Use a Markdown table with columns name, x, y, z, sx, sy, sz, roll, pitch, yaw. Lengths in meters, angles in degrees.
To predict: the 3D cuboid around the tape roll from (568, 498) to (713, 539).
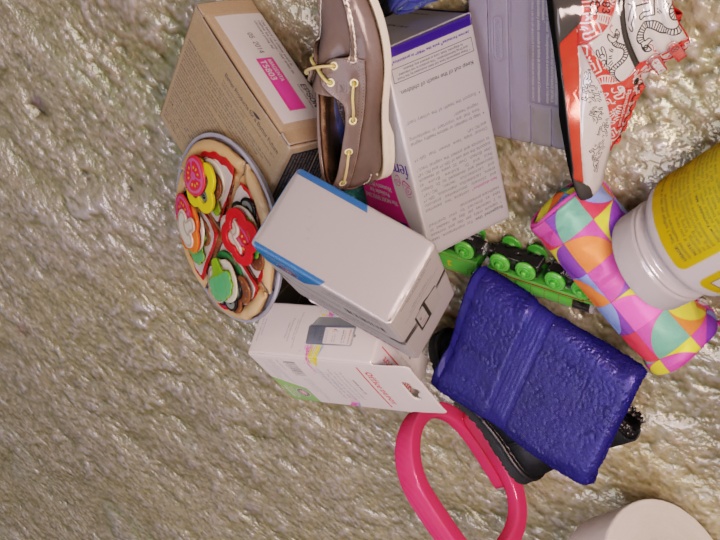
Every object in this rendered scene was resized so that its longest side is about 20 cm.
| name | x | y | z | sx | sy | sz | roll | pitch | yaw |
| --- | --- | --- | --- | --- | --- | --- | --- | --- | --- |
| tape roll | 0.300 | 0.344 | 1.188 | 0.203 | 0.202 | 0.071 | 49 | 138 | -4 |

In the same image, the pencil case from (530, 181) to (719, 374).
| name | x | y | z | sx | sy | sz | roll | pitch | yaw |
| --- | --- | --- | --- | --- | --- | --- | --- | --- | --- |
| pencil case | 0.247 | 0.003 | 1.066 | 0.200 | 0.088 | 0.088 | 48 | 137 | -5 |

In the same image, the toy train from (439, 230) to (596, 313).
| name | x | y | z | sx | sy | sz | roll | pitch | yaw |
| --- | --- | --- | --- | --- | --- | --- | --- | --- | --- |
| toy train | 0.156 | -0.003 | 1.162 | 0.199 | 0.042 | 0.057 | 20 | 141 | 25 |

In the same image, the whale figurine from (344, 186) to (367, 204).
| name | x | y | z | sx | sy | sz | roll | pitch | yaw |
| --- | --- | --- | --- | --- | --- | --- | --- | --- | --- |
| whale figurine | -0.029 | -0.031 | 1.237 | 0.199 | 0.104 | 0.160 | 36 | 137 | 13 |

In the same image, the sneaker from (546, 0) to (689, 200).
| name | x | y | z | sx | sy | sz | roll | pitch | yaw |
| --- | --- | --- | --- | --- | --- | --- | --- | --- | --- |
| sneaker | 0.219 | -0.154 | 0.953 | 0.107 | 0.067 | 0.203 | -9 | 121 | 6 |

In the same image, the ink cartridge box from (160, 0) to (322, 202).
| name | x | y | z | sx | sy | sz | roll | pitch | yaw |
| --- | --- | --- | --- | --- | --- | --- | --- | --- | --- |
| ink cartridge box | -0.119 | -0.152 | 1.192 | 0.201 | 0.075 | 0.165 | 57 | 141 | 22 |

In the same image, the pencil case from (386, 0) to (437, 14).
| name | x | y | z | sx | sy | sz | roll | pitch | yaw |
| --- | --- | --- | --- | --- | --- | --- | --- | --- | --- |
| pencil case | 0.021 | -0.317 | 0.980 | 0.078 | 0.087 | 0.201 | -24 | 98 | 19 |

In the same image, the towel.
| name | x | y | z | sx | sy | sz | roll | pitch | yaw |
| --- | --- | --- | --- | --- | --- | --- | --- | --- | --- |
| towel | 0.175 | 0.102 | 1.135 | 0.199 | 0.049 | 0.149 | 34 | 121 | 26 |

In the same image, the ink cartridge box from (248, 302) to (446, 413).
| name | x | y | z | sx | sy | sz | roll | pitch | yaw |
| --- | --- | --- | --- | --- | --- | --- | --- | --- | --- |
| ink cartridge box | -0.006 | 0.094 | 1.233 | 0.199 | 0.068 | 0.117 | 3 | 150 | 31 |

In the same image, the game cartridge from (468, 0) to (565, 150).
| name | x | y | z | sx | sy | sz | roll | pitch | yaw |
| --- | --- | --- | --- | --- | --- | --- | --- | --- | --- |
| game cartridge | 0.158 | -0.206 | 1.012 | 0.129 | 0.038 | 0.201 | 13 | 128 | 25 |

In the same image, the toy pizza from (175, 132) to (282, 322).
| name | x | y | z | sx | sy | sz | roll | pitch | yaw |
| --- | --- | --- | --- | --- | --- | --- | --- | --- | --- |
| toy pizza | -0.145 | -0.041 | 1.183 | 0.200 | 0.032 | 0.202 | 26 | 124 | 46 |

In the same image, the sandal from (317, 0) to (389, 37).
| name | x | y | z | sx | sy | sz | roll | pitch | yaw |
| --- | --- | --- | --- | --- | --- | --- | --- | --- | --- |
| sandal | -0.005 | -0.252 | 1.096 | 0.076 | 0.043 | 0.201 | 32 | 135 | 15 |

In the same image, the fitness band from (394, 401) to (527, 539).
| name | x | y | z | sx | sy | sz | roll | pitch | yaw |
| --- | --- | --- | --- | --- | --- | --- | --- | --- | --- |
| fitness band | 0.114 | 0.241 | 1.299 | 0.037 | 0.144 | 0.201 | -23 | 105 | 47 |

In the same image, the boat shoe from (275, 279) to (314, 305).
| name | x | y | z | sx | sy | sz | roll | pitch | yaw |
| --- | --- | --- | --- | --- | --- | --- | --- | --- | --- |
| boat shoe | -0.054 | 0.061 | 1.348 | 0.199 | 0.072 | 0.068 | 25 | 132 | 22 |

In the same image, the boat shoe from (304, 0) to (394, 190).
| name | x | y | z | sx | sy | sz | roll | pitch | yaw |
| --- | --- | --- | --- | --- | --- | --- | --- | --- | --- |
| boat shoe | -0.014 | -0.160 | 0.986 | 0.072 | 0.059 | 0.201 | 40 | 146 | 45 |

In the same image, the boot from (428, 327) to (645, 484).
| name | x | y | z | sx | sy | sz | roll | pitch | yaw |
| --- | --- | --- | --- | --- | --- | --- | --- | --- | --- |
| boot | 0.184 | 0.116 | 1.203 | 0.168 | 0.076 | 0.201 | -37 | 87 | 40 |

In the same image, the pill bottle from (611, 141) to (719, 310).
| name | x | y | z | sx | sy | sz | roll | pitch | yaw |
| --- | --- | --- | --- | --- | --- | --- | --- | --- | --- |
| pill bottle | 0.312 | -0.048 | 0.950 | 0.114 | 0.114 | 0.200 | 50 | 137 | -4 |

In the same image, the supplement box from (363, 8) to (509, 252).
| name | x | y | z | sx | sy | sz | roll | pitch | yaw |
| --- | --- | --- | --- | --- | --- | --- | --- | --- | --- |
| supplement box | 0.056 | -0.131 | 1.070 | 0.101 | 0.103 | 0.201 | 23 | 135 | 56 |

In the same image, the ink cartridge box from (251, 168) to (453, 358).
| name | x | y | z | sx | sy | sz | roll | pitch | yaw |
| --- | --- | --- | --- | --- | --- | --- | --- | --- | --- |
| ink cartridge box | 0.000 | 0.000 | 1.065 | 0.145 | 0.085 | 0.200 | 29 | 174 | 14 |
